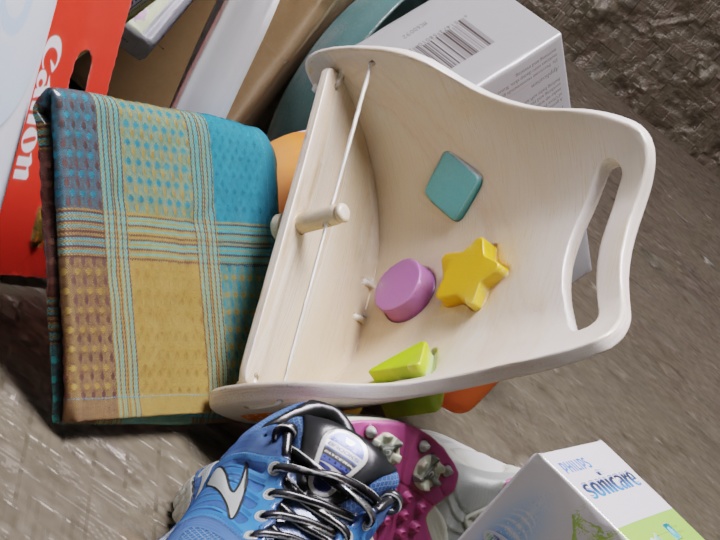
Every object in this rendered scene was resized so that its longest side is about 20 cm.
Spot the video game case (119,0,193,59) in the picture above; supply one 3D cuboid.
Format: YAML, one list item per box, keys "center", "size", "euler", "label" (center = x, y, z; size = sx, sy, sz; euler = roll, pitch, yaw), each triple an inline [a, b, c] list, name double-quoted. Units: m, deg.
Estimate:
- center: [-0.140, -0.234, 1.206]
  size: [0.182, 0.022, 0.200]
  euler: [38, 53, -5]
  label: "video game case"

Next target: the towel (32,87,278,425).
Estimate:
- center: [-0.087, -0.003, 0.996]
  size: [0.200, 0.022, 0.147]
  euler: [5, 80, -65]
  label: "towel"

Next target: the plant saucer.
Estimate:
- center: [-0.003, -0.107, 1.353]
  size: [0.036, 0.200, 0.200]
  euler: [35, 12, 15]
  label: "plant saucer"

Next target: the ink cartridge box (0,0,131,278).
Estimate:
- center: [-0.147, -0.069, 0.930]
  size: [0.047, 0.160, 0.200]
  euler: [17, 5, 24]
  label: "ink cartridge box"

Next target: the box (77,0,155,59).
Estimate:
- center: [-0.192, -0.202, 1.016]
  size: [0.176, 0.097, 0.200]
  euler: [49, -10, 16]
  label: "box"

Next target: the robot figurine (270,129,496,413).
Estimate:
- center: [0.001, 0.001, 1.192]
  size: [0.200, 0.117, 0.144]
  euler: [33, 59, -26]
  label: "robot figurine"

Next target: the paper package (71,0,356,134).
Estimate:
- center: [-0.105, -0.186, 1.338]
  size: [0.200, 0.191, 0.103]
  euler: [40, 14, 9]
  label: "paper package"

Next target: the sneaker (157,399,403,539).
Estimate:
- center: [-0.034, 0.099, 0.852]
  size: [0.079, 0.089, 0.200]
  euler: [36, 15, -10]
  label: "sneaker"

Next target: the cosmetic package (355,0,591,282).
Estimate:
- center: [0.066, -0.059, 1.303]
  size: [0.085, 0.108, 0.200]
  euler: [42, -25, 38]
  label: "cosmetic package"

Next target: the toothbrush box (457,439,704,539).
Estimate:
- center: [0.103, 0.185, 0.828]
  size: [0.200, 0.146, 0.086]
  euler: [45, 15, 18]
  label: "toothbrush box"

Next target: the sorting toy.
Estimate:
- center: [0.048, -0.006, 1.027]
  size: [0.107, 0.180, 0.200]
  euler: [46, 48, -44]
  label: "sorting toy"

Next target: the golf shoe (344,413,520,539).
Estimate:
- center: [0.017, 0.107, 1.039]
  size: [0.200, 0.075, 0.092]
  euler: [24, -1, -43]
  label: "golf shoe"

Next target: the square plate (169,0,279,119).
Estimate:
- center: [-0.077, -0.102, 1.136]
  size: [0.028, 0.198, 0.200]
  euler: [25, 16, -7]
  label: "square plate"
